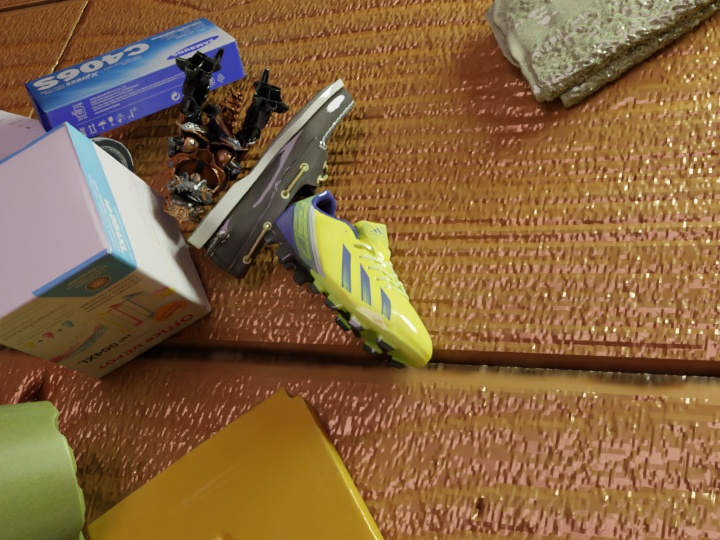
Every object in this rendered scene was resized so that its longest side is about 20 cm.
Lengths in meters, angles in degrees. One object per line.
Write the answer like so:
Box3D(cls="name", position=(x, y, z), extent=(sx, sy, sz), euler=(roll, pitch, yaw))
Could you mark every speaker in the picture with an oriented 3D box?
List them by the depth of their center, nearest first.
Box3D(cls="speaker", position=(-0.327, -0.114, 1.034), extent=(0.199, 0.081, 0.082), euler=(17, 68, 36))

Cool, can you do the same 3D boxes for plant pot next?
Box3D(cls="plant pot", position=(-0.310, 0.178, 0.741), extent=(0.189, 0.201, 0.200), euler=(-12, 42, -26))

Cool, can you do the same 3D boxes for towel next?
Box3D(cls="towel", position=(0.211, -0.230, 0.844), extent=(0.199, 0.037, 0.149), euler=(-30, 50, 8))

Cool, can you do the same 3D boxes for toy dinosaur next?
Box3D(cls="toy dinosaur", position=(-0.140, -0.125, 0.919), extent=(0.136, 0.101, 0.201), euler=(-64, 30, 32))

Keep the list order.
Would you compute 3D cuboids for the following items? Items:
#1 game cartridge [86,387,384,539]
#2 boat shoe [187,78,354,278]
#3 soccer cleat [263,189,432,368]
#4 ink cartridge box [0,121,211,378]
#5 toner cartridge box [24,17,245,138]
Box3D(cls="game cartridge", position=(-0.091, 0.201, 0.720), extent=(0.199, 0.032, 0.177), euler=(-34, 48, 1))
Box3D(cls="boat shoe", position=(-0.066, -0.082, 0.883), extent=(0.202, 0.061, 0.072), euler=(-51, 10, -16))
Box3D(cls="soccer cleat", position=(0.000, -0.001, 0.785), extent=(0.084, 0.065, 0.200), euler=(-40, 48, -7))
Box3D(cls="ink cartridge box", position=(-0.226, -0.005, 0.838), extent=(0.128, 0.200, 0.126), euler=(-30, 66, 8))
Box3D(cls="toner cartridge box", position=(-0.225, -0.190, 1.000), extent=(0.199, 0.043, 0.095), euler=(-26, 37, -18))
